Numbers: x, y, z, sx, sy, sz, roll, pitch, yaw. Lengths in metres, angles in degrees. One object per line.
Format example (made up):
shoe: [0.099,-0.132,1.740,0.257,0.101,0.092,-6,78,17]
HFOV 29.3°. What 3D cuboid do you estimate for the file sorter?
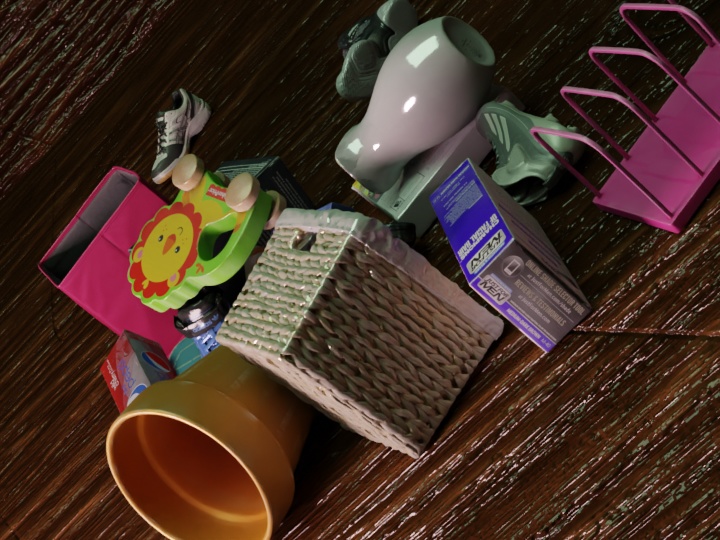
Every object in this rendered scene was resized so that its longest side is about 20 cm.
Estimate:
file sorter: [0.271,-0.161,1.245,0.201,0.125,0.139,-53,23,-4]

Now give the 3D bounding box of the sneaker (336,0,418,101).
sneaker: [0.005,-0.314,2.038,0.113,0.075,0.201,-18,34,53]

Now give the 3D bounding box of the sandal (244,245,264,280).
sandal: [-0.095,0.036,1.708,0.059,0.079,0.208,-39,34,22]

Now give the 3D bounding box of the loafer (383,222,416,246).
loafer: [0.000,0.000,1.602,0.199,0.072,0.073,-31,64,49]

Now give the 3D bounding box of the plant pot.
plant pot: [-0.136,0.168,1.454,0.199,0.201,0.184,-27,17,43]

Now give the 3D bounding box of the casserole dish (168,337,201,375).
casserole dish: [-0.205,0.115,1.833,0.199,0.039,0.122,-30,31,39]

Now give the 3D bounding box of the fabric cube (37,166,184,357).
fabric cube: [-0.331,-0.011,2.046,0.201,0.199,0.196,-53,22,-6]

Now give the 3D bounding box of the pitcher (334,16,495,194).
pitcher: [0.071,-0.205,1.602,0.200,0.121,0.172,-48,9,33]

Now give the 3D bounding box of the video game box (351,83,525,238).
video game box: [0.090,-0.147,1.663,0.200,0.047,0.182,-50,26,1]

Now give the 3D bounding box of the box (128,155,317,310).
box: [-0.185,-0.045,1.883,0.198,0.124,0.199,-43,19,-19]

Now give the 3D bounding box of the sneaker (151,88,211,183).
sneaker: [-0.363,-0.257,2.614,0.075,0.087,0.201,-19,40,48]

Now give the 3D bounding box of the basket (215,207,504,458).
basket: [-0.008,0.055,1.350,0.162,0.199,0.198,-57,24,-11]

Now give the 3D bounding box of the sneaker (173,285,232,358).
sneaker: [-0.176,0.093,1.674,0.076,0.111,0.201,-28,40,9]

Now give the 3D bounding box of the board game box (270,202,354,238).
board game box: [-0.061,0.036,1.576,0.135,0.034,0.202,-19,64,53]

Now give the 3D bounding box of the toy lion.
toy lion: [-0.203,-0.036,1.687,0.199,0.068,0.193,20,81,49]

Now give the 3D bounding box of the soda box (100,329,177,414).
soda box: [-0.274,0.162,1.785,0.070,0.063,0.200,-57,35,13]

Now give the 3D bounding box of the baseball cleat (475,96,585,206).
baseball cleat: [0.159,-0.127,1.475,0.107,0.070,0.200,-53,22,-5]

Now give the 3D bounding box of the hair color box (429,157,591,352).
hair color box: [0.138,-0.019,1.303,0.065,0.109,0.200,-46,23,12]
